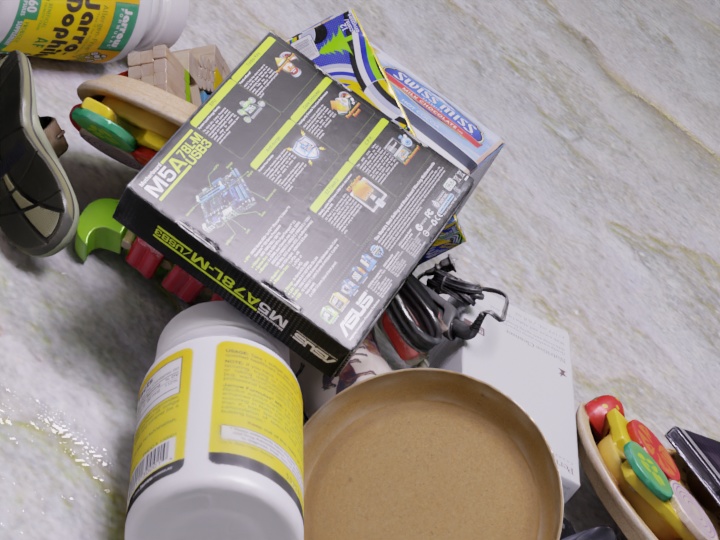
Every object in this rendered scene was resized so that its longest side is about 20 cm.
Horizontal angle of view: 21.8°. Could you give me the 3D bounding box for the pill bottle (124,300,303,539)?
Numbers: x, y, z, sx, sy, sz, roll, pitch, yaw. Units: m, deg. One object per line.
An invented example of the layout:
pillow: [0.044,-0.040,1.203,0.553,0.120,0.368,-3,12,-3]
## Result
pill bottle: [-0.094,0.116,1.248,0.114,0.114,0.200,23,32,-17]

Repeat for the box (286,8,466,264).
box: [0.012,-0.103,1.495,0.070,0.064,0.200,53,11,-74]

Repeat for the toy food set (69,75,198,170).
toy food set: [-0.140,-0.090,1.462,0.198,0.049,0.200,27,-8,3]

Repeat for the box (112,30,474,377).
box: [-0.043,-0.051,1.328,0.193,0.048,0.200,34,51,2]

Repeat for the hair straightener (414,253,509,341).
hair straightener: [0.053,0.006,1.512,0.077,0.041,0.200,-39,33,-22]

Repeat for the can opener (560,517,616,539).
can opener: [0.097,0.220,1.338,0.200,0.079,0.063,-16,64,-42]

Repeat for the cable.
cable: [0.000,0.000,1.402,0.200,0.050,0.097,48,14,-15]

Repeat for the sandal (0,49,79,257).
sandal: [-0.256,-0.084,1.435,0.057,0.080,0.201,25,33,-49]

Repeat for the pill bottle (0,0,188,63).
pill bottle: [-0.251,-0.237,1.608,0.200,0.113,0.113,1,43,-44]

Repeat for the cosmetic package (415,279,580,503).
cosmetic package: [0.106,0.110,1.482,0.113,0.081,0.200,26,30,-16]

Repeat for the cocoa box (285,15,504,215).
cocoa box: [-0.002,-0.104,1.634,0.200,0.133,0.131,37,31,7]

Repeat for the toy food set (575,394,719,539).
toy food set: [0.242,0.183,1.486,0.200,0.049,0.198,46,16,-21]

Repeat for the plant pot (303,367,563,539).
plant pot: [0.040,0.165,1.280,0.200,0.200,0.027,48,-10,24]

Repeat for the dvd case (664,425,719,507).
dvd case: [0.335,0.202,1.568,0.149,0.016,0.200,55,16,27]

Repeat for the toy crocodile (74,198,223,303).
toy crocodile: [-0.123,0.000,1.438,0.200,0.068,0.062,28,50,-6]

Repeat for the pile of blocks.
pile of blocks: [-0.167,-0.152,1.628,0.200,0.062,0.082,-30,111,-75]

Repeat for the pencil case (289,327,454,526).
pencil case: [0.013,0.114,1.380,0.200,0.089,0.078,57,-7,35]
